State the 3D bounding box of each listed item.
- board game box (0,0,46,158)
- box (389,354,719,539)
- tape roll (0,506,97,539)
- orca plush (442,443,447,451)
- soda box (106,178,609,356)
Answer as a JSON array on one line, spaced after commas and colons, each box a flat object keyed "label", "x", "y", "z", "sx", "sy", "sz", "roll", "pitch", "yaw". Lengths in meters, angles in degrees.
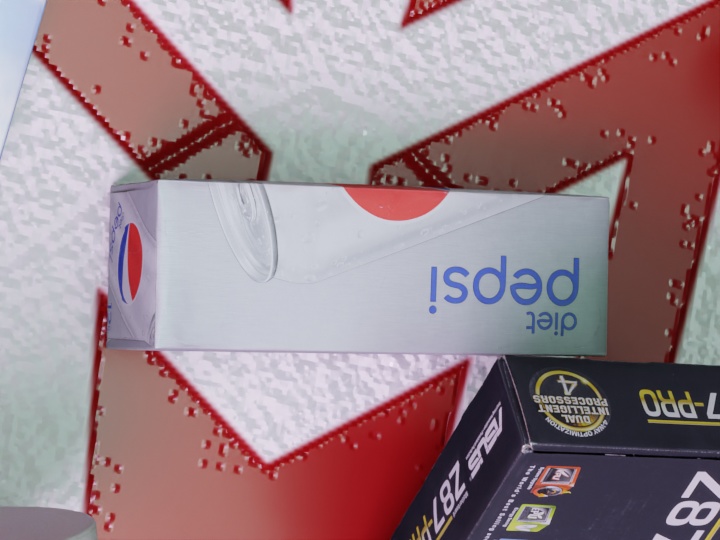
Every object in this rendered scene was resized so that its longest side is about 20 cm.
[{"label": "board game box", "x": -0.184, "y": -0.152, "z": 1.086, "sx": 0.150, "sy": 0.037, "sz": 0.201, "roll": 18, "pitch": 84, "yaw": -22}, {"label": "box", "x": 0.093, "y": 0.113, "z": 1.125, "sx": 0.160, "sy": 0.200, "sz": 0.049, "roll": 3, "pitch": 49, "yaw": -24}, {"label": "tape roll", "x": -0.189, "y": 0.115, "z": 0.997, "sx": 0.201, "sy": 0.203, "sz": 0.037, "roll": -6, "pitch": 92, "yaw": -22}, {"label": "orca plush", "x": 0.117, "y": 0.078, "z": 1.194, "sx": 0.199, "sy": 0.105, "sz": 0.071, "roll": 1, "pitch": 57, "yaw": -17}, {"label": "soda box", "x": 0.000, "y": 0.000, "z": 1.147, "sx": 0.199, "sy": 0.063, "sz": 0.069, "roll": 2, "pitch": 89, "yaw": -23}]
